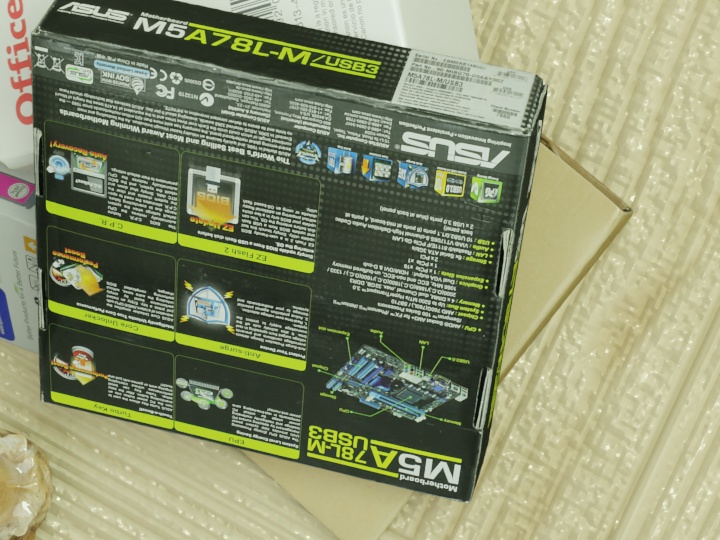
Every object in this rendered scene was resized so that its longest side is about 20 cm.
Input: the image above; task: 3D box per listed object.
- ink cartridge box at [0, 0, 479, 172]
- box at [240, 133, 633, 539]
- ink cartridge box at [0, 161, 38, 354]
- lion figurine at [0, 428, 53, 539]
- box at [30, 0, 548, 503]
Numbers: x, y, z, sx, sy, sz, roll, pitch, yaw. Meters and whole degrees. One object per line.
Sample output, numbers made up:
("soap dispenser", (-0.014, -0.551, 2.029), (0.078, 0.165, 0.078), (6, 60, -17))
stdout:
("ink cartridge box", (-0.063, -0.132, 0.841), (0.198, 0.084, 0.146), (-12, 83, 25))
("box", (0.000, 0.000, 0.880), (0.163, 0.021, 0.201), (40, 106, 11))
("ink cartridge box", (-0.212, -0.024, 0.920), (0.198, 0.037, 0.095), (18, 141, 15))
("lion figurine", (-0.199, 0.171, 0.951), (0.121, 0.073, 0.202), (-2, 109, 7))
("box", (-0.034, -0.007, 0.802), (0.198, 0.048, 0.194), (12, 131, 8))
